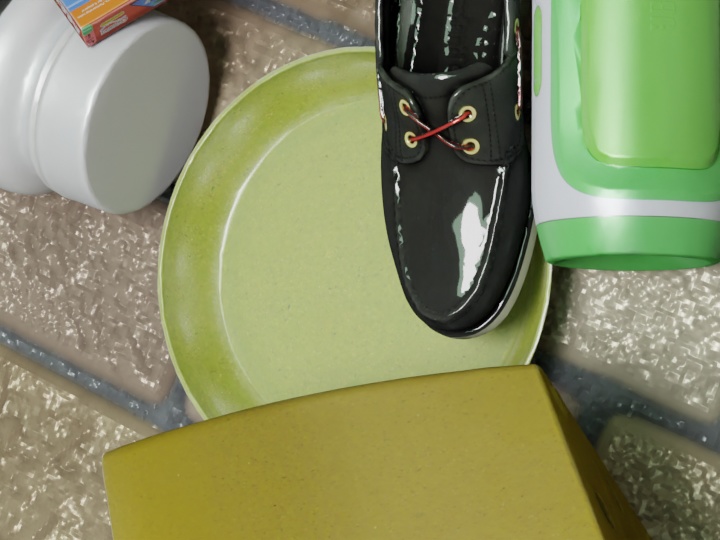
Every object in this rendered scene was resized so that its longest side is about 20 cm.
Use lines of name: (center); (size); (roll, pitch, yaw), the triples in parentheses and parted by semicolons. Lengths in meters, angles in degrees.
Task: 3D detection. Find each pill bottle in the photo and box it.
pill bottle: (-0.178, -0.104, 1.086); (0.200, 0.114, 0.115); (22, 96, 27)

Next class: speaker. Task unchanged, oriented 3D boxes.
speaker: (0.114, -0.103, 0.949); (0.088, 0.088, 0.201); (-2, 84, 27)

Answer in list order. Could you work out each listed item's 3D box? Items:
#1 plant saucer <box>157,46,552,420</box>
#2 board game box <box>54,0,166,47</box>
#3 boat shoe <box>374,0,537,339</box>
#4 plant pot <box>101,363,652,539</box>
plant saucer: (0.000, 0.000, 1.029); (0.200, 0.031, 0.201); (-3, 83, 27)
board game box: (-0.067, -0.192, 1.034); (0.200, 0.019, 0.103); (-32, 68, -11)
boat shoe: (0.037, -0.072, 0.967); (0.074, 0.063, 0.202); (2, 87, 25)
plant pot: (0.033, 0.154, 0.885); (0.176, 0.200, 0.200); (-28, 40, 9)
